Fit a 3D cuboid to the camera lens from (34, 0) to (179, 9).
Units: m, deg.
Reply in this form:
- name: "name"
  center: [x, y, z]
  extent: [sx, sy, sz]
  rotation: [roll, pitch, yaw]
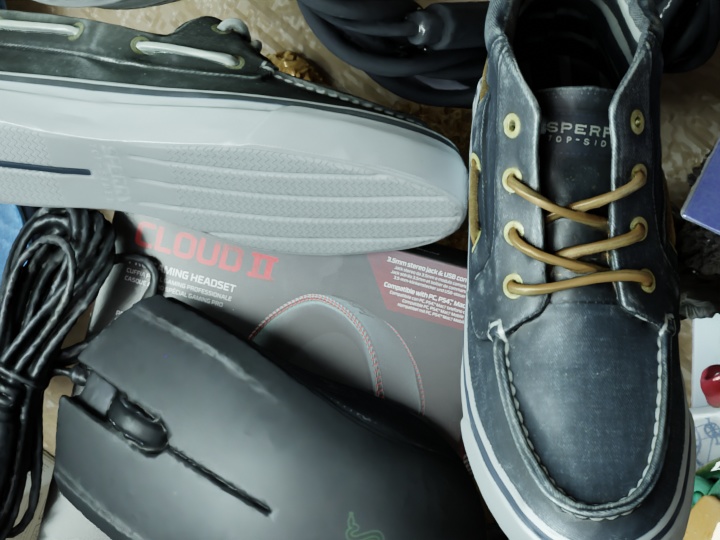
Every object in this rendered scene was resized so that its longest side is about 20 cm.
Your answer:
- name: "camera lens"
  center: [-0.063, -0.179, 0.770]
  extent: [0.159, 0.200, 0.161]
  rotation: [7, 105, 28]

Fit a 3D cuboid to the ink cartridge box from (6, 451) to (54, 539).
- name: "ink cartridge box"
  center: [-0.229, 0.104, 0.929]
  extent: [0.109, 0.200, 0.051]
  rotation: [33, 115, 19]

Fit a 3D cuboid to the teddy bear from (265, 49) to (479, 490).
- name: "teddy bear"
  center: [0.000, 0.000, 0.855]
  extent: [0.145, 0.067, 0.201]
  rotation: [-33, 85, 28]

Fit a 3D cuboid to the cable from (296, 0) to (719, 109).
- name: "cable"
  center: [0.059, -0.114, 0.712]
  extent: [0.163, 0.200, 0.051]
  rotation: [-34, 48, 9]

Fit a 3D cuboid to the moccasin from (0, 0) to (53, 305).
- name: "moccasin"
  center: [-0.158, -0.039, 0.937]
  extent: [0.080, 0.068, 0.201]
  rotation: [3, 104, 21]

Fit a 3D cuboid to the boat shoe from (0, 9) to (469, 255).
- name: "boat shoe"
  center: [-0.058, -0.057, 0.736]
  extent: [0.199, 0.071, 0.072]
  rotation: [10, 151, 2]

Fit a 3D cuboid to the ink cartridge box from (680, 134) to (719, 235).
- name: "ink cartridge box"
  center: [0.226, -0.066, 0.643]
  extent: [0.197, 0.047, 0.201]
  rotation: [25, 69, 11]

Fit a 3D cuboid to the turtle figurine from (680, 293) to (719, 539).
- name: "turtle figurine"
  center: [0.114, 0.114, 0.726]
  extent: [0.150, 0.100, 0.201]
  rotation: [45, 124, 35]

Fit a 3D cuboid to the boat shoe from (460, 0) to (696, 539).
- name: "boat shoe"
  center: [0.063, -0.009, 0.652]
  extent: [0.070, 0.201, 0.091]
  rotation: [-4, 145, -2]

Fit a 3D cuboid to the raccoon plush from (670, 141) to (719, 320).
- name: "raccoon plush"
  center: [0.152, -0.055, 0.730]
  extent: [0.199, 0.097, 0.135]
  rotation: [9, 68, 31]

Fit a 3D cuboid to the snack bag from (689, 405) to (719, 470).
- name: "snack bag"
  center: [0.202, 0.135, 0.749]
  extent: [0.188, 0.021, 0.201]
  rotation: [-8, 97, 32]

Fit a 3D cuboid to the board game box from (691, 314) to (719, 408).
- name: "board game box"
  center: [0.217, 0.091, 0.768]
  extent: [0.198, 0.043, 0.201]
  rotation: [6, 105, 29]

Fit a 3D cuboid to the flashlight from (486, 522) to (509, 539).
- name: "flashlight"
  center: [0.062, 0.203, 0.868]
  extent: [0.067, 0.068, 0.201]
  rotation: [1, 101, 28]

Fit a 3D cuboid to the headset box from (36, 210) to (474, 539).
- name: "headset box"
  center: [-0.030, 0.057, 0.798]
  extent: [0.148, 0.075, 0.201]
  rotation: [16, 95, 9]

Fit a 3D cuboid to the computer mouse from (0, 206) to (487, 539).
- name: "computer mouse"
  center: [-0.053, 0.071, 0.738]
  extent: [0.199, 0.053, 0.139]
  rotation: [23, 96, 9]
